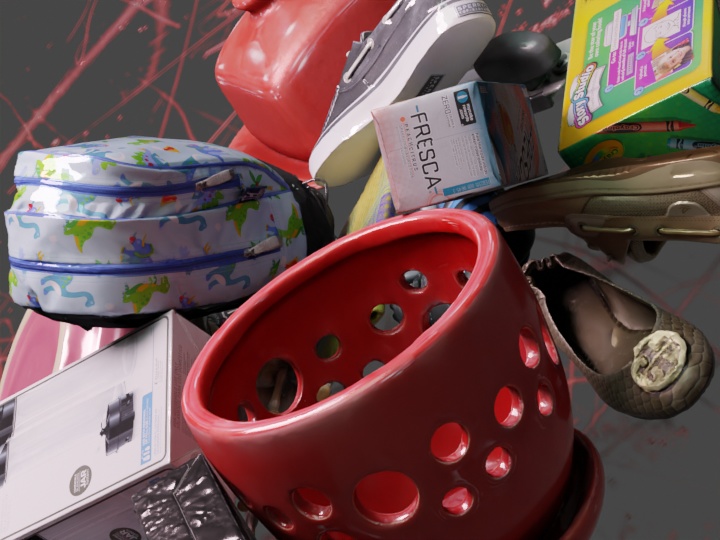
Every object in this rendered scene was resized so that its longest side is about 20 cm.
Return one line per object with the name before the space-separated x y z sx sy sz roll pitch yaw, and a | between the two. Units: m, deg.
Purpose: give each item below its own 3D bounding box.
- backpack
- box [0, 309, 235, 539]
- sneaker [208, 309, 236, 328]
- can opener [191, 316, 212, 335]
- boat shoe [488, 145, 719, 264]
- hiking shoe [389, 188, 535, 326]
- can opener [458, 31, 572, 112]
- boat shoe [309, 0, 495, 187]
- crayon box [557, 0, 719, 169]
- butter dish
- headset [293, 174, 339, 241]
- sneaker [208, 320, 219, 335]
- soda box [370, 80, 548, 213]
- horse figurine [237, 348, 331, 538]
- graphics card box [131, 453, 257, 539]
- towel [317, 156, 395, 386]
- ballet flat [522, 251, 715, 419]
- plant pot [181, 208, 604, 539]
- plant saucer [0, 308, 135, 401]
backpack | -0.138 -0.025 1.282 0.163 0.155 0.200 15 32 40
box | -0.171 0.121 1.241 0.199 0.060 0.117 -27 47 29
sneaker | -0.136 0.063 1.496 0.199 0.075 0.081 -18 38 39
can opener | -0.117 0.077 1.329 0.052 0.067 0.201 -21 44 5
boat shoe | 0.161 -0.034 1.231 0.071 0.065 0.199 -19 9 -42
hiking shoe | 0.082 -0.027 1.349 0.086 0.075 0.201 -10 48 25
can opener | 0.083 -0.133 1.464 0.200 0.066 0.053 -21 35 47
boat shoe | 0.019 -0.140 1.426 0.200 0.071 0.068 -51 56 40
crayon box | 0.203 -0.148 1.343 0.118 0.058 0.201 -26 34 32
butter dish | -0.046 -0.186 1.625 0.200 0.148 0.200 -49 28 -9
headset | -0.064 -0.011 1.441 0.123 0.094 0.200 -25 -7 -29
sneaker | -0.175 0.118 1.449 0.201 0.074 0.115 -61 25 -8
soda box | 0.064 -0.077 1.222 0.068 0.064 0.200 -15 2 14
horse figurine | -0.065 0.096 1.342 0.133 0.050 0.201 -109 37 -63
graphics card box | -0.046 0.207 1.061 0.051 0.201 0.126 -31 28 -3
towel | 0.000 0.000 1.395 0.201 0.023 0.144 -78 13 -47
ballet flat | 0.146 0.032 1.196 0.067 0.046 0.200 -45 28 1
plant pot | 0.029 0.091 1.109 0.200 0.183 0.201 -28 24 14
plant saucer | -0.212 0.083 1.401 0.201 0.051 0.201 -47 34 45
